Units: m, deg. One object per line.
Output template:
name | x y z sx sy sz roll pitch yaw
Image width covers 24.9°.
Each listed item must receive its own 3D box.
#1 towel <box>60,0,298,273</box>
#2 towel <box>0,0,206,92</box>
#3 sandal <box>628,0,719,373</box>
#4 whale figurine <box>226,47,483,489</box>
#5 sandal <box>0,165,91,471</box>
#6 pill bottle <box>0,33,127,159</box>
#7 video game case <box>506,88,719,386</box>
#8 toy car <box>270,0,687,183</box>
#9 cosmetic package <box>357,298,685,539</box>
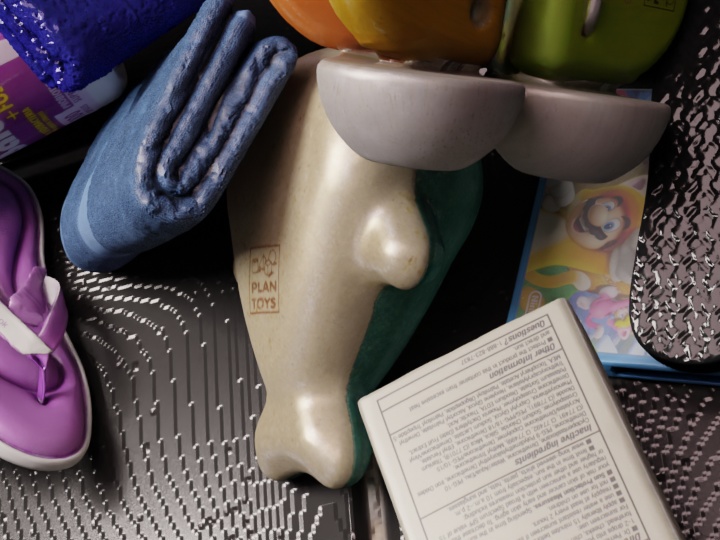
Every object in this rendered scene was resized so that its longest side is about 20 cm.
towel | -0.098 -0.059 0.787 0.112 0.048 0.200 -63 16 -15
towel | -0.117 -0.180 0.791 0.148 0.050 0.200 47 54 4
sandal | 0.162 -0.053 0.718 0.075 0.048 0.202 12 81 28
whale figurine | 0.000 0.000 0.758 0.159 0.103 0.202 -7 77 57
sandal | -0.182 0.011 0.832 0.050 0.082 0.203 -56 43 36
pill bottle | -0.230 -0.096 0.838 0.199 0.112 0.113 -27 55 3
video game case | 0.171 -0.017 0.727 0.199 0.018 0.144 4 64 26
toy car | 0.045 -0.133 0.686 0.150 0.199 0.176 17 103 53
cosmetic package | 0.083 0.127 0.645 0.103 0.087 0.201 -25 54 9
